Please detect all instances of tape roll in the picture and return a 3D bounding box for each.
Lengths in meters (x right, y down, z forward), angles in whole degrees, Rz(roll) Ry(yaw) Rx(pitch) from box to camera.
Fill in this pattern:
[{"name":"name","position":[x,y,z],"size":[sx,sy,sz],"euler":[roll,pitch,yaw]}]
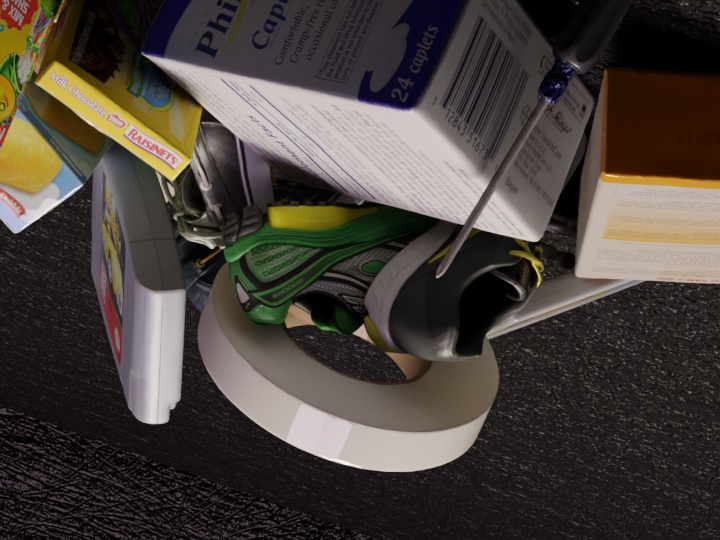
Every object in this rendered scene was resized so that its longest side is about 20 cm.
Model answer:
[{"name":"tape roll","position":[-0.007,0.053,1.332],"size":[0.203,0.203,0.037],"euler":[21,120,-4]}]

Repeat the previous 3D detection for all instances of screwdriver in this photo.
[{"name":"screwdriver","position":[0.097,-0.081,1.134],"size":[0.028,0.200,0.029],"euler":[32,174,-19]}]

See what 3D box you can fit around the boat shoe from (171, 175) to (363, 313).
[{"name":"boat shoe","position":[-0.067,-0.048,1.511],"size":[0.091,0.200,0.071],"euler":[47,147,-1]}]

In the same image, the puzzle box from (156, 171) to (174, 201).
[{"name":"puzzle box","position":[-0.223,-0.132,1.541],"size":[0.133,0.025,0.200],"euler":[47,179,29]}]

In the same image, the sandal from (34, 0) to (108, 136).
[{"name":"sandal","position":[-0.202,-0.185,1.331],"size":[0.212,0.070,0.078],"euler":[49,-162,-2]}]

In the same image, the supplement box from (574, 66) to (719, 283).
[{"name":"supplement box","position":[0.204,-0.055,1.264],"size":[0.126,0.074,0.200],"euler":[3,162,2]}]

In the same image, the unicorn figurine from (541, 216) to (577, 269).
[{"name":"unicorn figurine","position":[0.103,-0.032,1.534],"size":[0.137,0.074,0.200],"euler":[12,149,50]}]

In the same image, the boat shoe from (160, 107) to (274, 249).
[{"name":"boat shoe","position":[-0.096,-0.051,1.371],"size":[0.068,0.074,0.199],"euler":[-18,152,-10]}]

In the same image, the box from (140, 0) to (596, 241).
[{"name":"box","position":[0.009,-0.116,1.206],"size":[0.200,0.105,0.184],"euler":[15,165,33]}]

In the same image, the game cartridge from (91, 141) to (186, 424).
[{"name":"game cartridge","position":[-0.158,-0.005,1.417],"size":[0.041,0.133,0.200],"euler":[-1,-145,-18]}]

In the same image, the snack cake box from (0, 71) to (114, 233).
[{"name":"snack cake box","position":[-0.257,-0.137,1.358],"size":[0.067,0.115,0.200],"euler":[-33,106,23]}]

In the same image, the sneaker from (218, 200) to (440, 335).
[{"name":"sneaker","position":[0.000,0.000,1.321],"size":[0.200,0.085,0.078],"euler":[-3,173,-31]}]

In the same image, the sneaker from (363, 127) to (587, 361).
[{"name":"sneaker","position":[0.092,-0.016,1.285],"size":[0.085,0.200,0.074],"euler":[26,163,45]}]

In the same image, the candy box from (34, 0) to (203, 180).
[{"name":"candy box","position":[-0.139,-0.140,1.255],"size":[0.102,0.200,0.026],"euler":[38,117,-21]}]

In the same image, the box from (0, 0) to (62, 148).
[{"name":"box","position":[-0.268,-0.205,1.167],"size":[0.122,0.193,0.200],"euler":[12,163,25]}]

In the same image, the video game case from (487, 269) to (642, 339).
[{"name":"video game case","position":[0.159,0.011,1.451],"size":[0.200,0.022,0.182],"euler":[-19,176,-20]}]
